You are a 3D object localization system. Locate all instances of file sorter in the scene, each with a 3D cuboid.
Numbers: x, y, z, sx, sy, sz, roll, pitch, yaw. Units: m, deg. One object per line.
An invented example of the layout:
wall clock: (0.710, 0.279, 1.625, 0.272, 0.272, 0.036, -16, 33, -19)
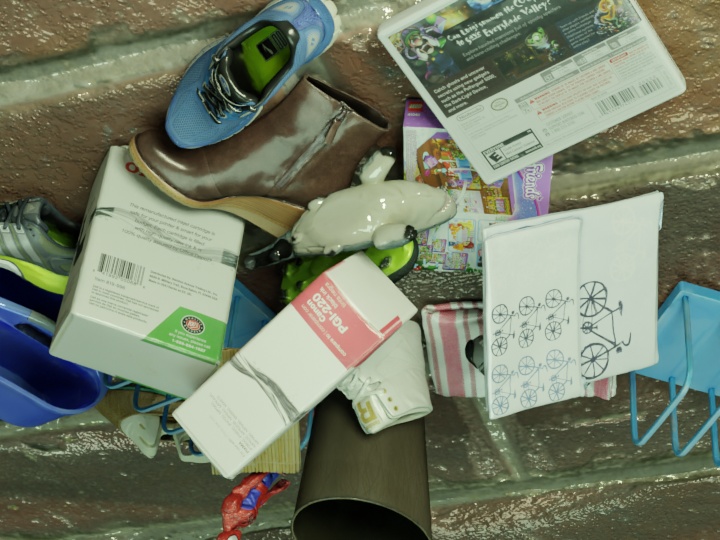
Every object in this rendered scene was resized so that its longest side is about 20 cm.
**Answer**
file sorter: (-0.154, 0.109, 1.760, 0.138, 0.123, 0.200, -21, 134, 30)
file sorter: (0.384, 0.122, 1.694, 0.199, 0.123, 0.139, 16, 138, -11)

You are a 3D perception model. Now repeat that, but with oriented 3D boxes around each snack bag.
snack bag: (0.202, 0.032, 1.569, 0.199, 0.021, 0.190, -12, 113, -22)

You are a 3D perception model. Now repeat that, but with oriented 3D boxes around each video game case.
video game case: (0.145, -0.180, 1.418, 0.199, 0.023, 0.182, -24, 123, 25)

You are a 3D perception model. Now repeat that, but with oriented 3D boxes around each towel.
towel: (0.167, 0.085, 1.762, 0.199, 0.030, 0.147, -2, 139, 10)

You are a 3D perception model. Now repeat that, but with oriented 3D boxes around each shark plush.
shark plush: (-0.011, -0.028, 1.540, 0.199, 0.091, 0.083, -31, 160, 13)

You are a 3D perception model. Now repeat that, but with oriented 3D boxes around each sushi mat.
sushi mat: (-0.109, 0.142, 1.690, 0.095, 0.012, 0.201, 1, 136, 1)

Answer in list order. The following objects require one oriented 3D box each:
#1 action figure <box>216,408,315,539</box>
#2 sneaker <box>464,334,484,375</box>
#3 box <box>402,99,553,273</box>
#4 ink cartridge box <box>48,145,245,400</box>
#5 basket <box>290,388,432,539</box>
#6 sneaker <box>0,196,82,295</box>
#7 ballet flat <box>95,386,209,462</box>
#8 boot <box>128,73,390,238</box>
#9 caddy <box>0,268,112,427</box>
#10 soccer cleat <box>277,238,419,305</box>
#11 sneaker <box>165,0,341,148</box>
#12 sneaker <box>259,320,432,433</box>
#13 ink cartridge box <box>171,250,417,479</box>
action figure: (-0.101, 0.219, 1.820, 0.052, 0.200, 0.066, 26, 152, 15)
sneaker: (0.148, 0.066, 1.659, 0.115, 0.075, 0.200, -7, 146, 23)
box: (0.109, -0.074, 1.570, 0.136, 0.039, 0.201, 3, 140, 4)
ink cartridge box: (-0.194, 0.000, 1.575, 0.146, 0.201, 0.083, 20, 143, -16)
basket: (0.007, 0.199, 1.782, 0.135, 0.201, 0.180, -18, 138, 25)
sneaker: (-0.347, -0.045, 1.651, 0.199, 0.074, 0.081, 17, 133, -24)
ballet flat: (-0.205, 0.180, 1.890, 0.199, 0.073, 0.068, 10, 141, -4)
boot: (-0.093, -0.122, 1.536, 0.199, 0.073, 0.167, 25, 125, -19)
caddy: (-0.345, 0.072, 1.727, 0.105, 0.142, 0.200, -27, 131, 38)
soccer cleat: (0.000, 0.000, 1.648, 0.081, 0.068, 0.200, 16, 157, -36)
sneaker: (-0.108, -0.167, 1.432, 0.079, 0.089, 0.200, 50, 126, -2)
sneaker: (-0.006, 0.104, 1.685, 0.199, 0.116, 0.074, 7, 151, -38)
ink cartridge box: (-0.058, 0.083, 1.525, 0.200, 0.146, 0.085, -44, 87, 16)
